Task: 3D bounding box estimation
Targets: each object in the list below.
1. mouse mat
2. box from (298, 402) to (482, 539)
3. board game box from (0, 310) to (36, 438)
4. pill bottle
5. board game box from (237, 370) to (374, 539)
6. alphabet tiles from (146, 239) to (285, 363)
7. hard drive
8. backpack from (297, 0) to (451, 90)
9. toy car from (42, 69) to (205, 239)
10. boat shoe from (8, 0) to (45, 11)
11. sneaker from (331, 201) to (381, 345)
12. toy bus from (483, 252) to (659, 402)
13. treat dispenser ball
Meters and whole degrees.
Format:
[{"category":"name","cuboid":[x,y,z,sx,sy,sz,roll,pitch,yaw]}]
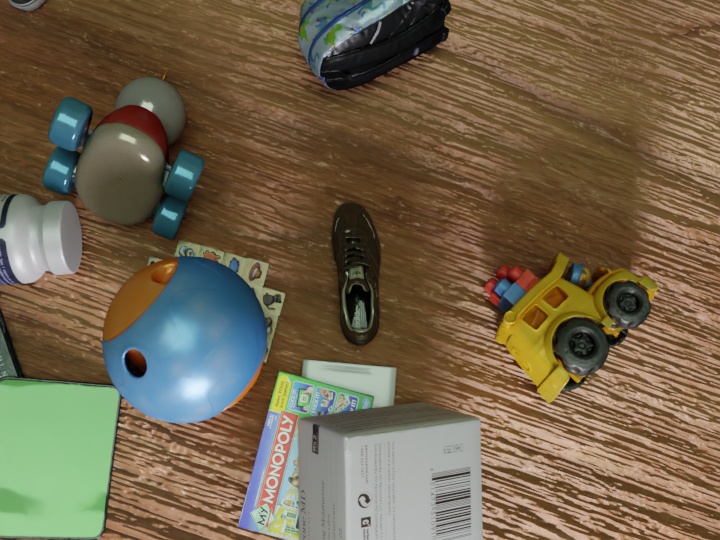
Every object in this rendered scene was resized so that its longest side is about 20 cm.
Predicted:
[{"category":"mouse mat","cuboid":[-0.403,0.244,0.935,0.158,0.008,0.204,7,84,-16]},{"category":"box","cuboid":[0.036,0.278,0.881,0.197,0.130,0.203,-1,89,-30]},{"category":"board game box","cuboid":[-0.522,0.135,0.948,0.133,0.028,0.203,-22,84,-8]},{"category":"pill bottle","cuboid":[-0.474,-0.039,0.933,0.196,0.116,0.118,-2,82,-5]},{"category":"board game box","cuboid":[-0.070,0.247,0.944,0.132,0.029,0.203,15,81,-3]},{"category":"alphabet tiles","cuboid":[-0.211,0.054,0.997,0.197,0.006,0.169,15,81,-2]},{"category":"hard drive","cuboid":[-0.023,0.229,0.977,0.129,0.026,0.204,6,82,-4]},{"category":"backpack","cuboid":[0.010,-0.338,1.007,0.200,0.163,0.154,-42,78,-2]},{"category":"toy car","cuboid":[-0.295,-0.181,0.972,0.182,0.177,0.202,23,51,-14]},{"category":"boat shoe","cuboid":[-0.439,-0.463,1.027,0.068,0.057,0.202,29,81,0]},{"category":"sneaker","cuboid":[0.000,0.000,0.987,0.069,0.076,0.204,-6,83,-5]},{"category":"toy bus","cuboid":[0.273,0.048,0.988,0.199,0.136,0.192,-40,71,-11]},{"category":"treat dispenser ball","cuboid":[-0.214,0.084,0.887,0.197,0.201,0.205,1,82,-5]}]
